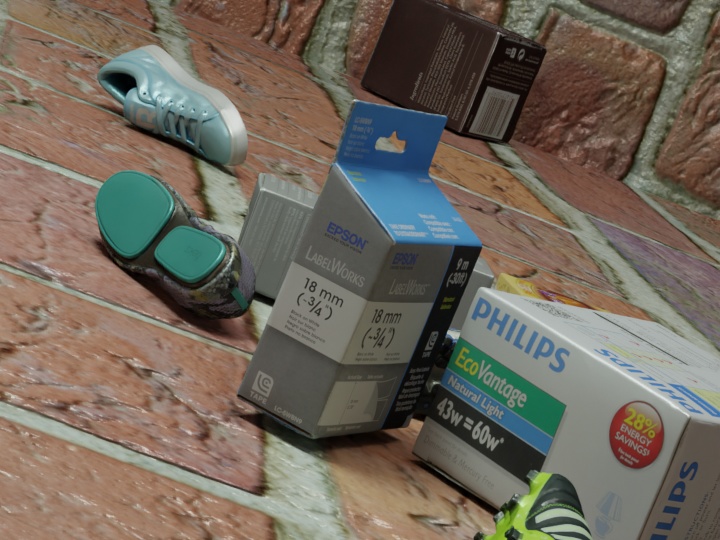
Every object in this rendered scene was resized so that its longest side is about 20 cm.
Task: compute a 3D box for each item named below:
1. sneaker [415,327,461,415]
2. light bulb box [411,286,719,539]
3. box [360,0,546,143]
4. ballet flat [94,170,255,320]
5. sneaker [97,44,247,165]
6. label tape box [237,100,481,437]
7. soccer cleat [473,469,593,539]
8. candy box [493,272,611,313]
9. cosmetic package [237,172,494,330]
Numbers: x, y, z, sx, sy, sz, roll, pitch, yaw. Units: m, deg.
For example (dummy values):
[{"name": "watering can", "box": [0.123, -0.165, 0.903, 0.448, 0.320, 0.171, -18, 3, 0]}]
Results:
[{"name": "sneaker", "box": [0.088, 0.074, 1.699, 0.199, 0.077, 0.085, 19, 6, -22]}, {"name": "light bulb box", "box": [0.179, 0.115, 1.523, 0.199, 0.125, 0.198, 11, 16, -46]}, {"name": "box", "box": [0.143, -0.312, 3.595, 0.199, 0.165, 0.166, 28, 11, 29]}, {"name": "ballet flat", "box": [-0.134, -0.011, 1.726, 0.072, 0.072, 0.200, 15, 12, -34]}, {"name": "sneaker", "box": [-0.194, -0.156, 2.366, 0.082, 0.074, 0.200, -22, 42, -32]}, {"name": "label tape box", "box": [0.014, 0.001, 1.497, 0.063, 0.201, 0.144, 26, 11, 23]}, {"name": "soccer cleat", "box": [0.106, 0.166, 1.307, 0.081, 0.068, 0.200, 40, 11, -1]}, {"name": "candy box", "box": [0.184, 0.069, 1.984, 0.116, 0.057, 0.200, 19, 9, -17]}, {"name": "cosmetic package", "box": [0.000, 0.000, 1.859, 0.199, 0.091, 0.107, 18, 7, -6]}]
